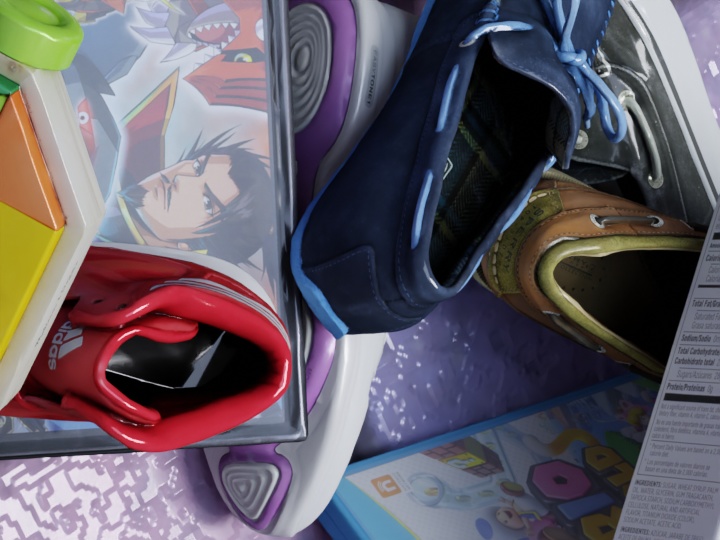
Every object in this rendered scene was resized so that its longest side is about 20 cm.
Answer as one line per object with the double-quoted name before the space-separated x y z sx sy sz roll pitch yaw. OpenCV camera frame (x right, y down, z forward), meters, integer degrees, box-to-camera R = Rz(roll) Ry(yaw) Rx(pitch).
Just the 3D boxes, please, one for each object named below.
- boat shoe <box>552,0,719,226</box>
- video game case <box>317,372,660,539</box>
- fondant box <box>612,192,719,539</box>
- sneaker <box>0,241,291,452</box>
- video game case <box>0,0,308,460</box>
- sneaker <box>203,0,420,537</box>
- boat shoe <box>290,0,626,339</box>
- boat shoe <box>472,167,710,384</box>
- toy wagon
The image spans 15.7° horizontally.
"boat shoe" 0.095 -0.059 1.018 0.064 0.071 0.201 -41 111 -28
"video game case" 0.099 0.104 0.988 0.199 0.143 0.018 -16 140 -32
"fondant box" 0.173 0.074 0.934 0.144 0.058 0.201 26 77 -31
"sneaker" -0.114 0.012 0.799 0.198 0.115 0.079 1 90 -12
"video game case" -0.111 -0.038 0.872 0.179 0.025 0.202 -3 90 -12
"sneaker" 0.000 0.000 0.951 0.099 0.075 0.202 13 88 -48
"boat shoe" 0.053 -0.051 0.909 0.084 0.068 0.201 46 56 -31
"boat shoe" 0.128 0.018 0.984 0.199 0.068 0.072 14 103 -29
"toy wagon" -0.175 -0.035 0.742 0.199 0.040 0.156 28 108 1
